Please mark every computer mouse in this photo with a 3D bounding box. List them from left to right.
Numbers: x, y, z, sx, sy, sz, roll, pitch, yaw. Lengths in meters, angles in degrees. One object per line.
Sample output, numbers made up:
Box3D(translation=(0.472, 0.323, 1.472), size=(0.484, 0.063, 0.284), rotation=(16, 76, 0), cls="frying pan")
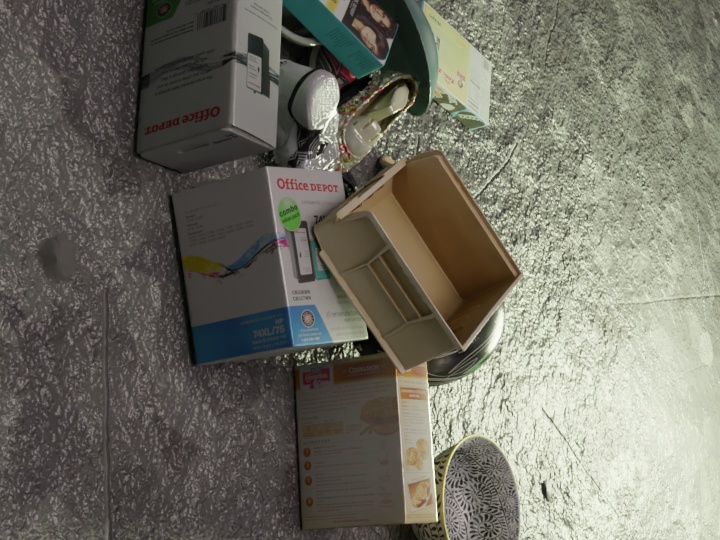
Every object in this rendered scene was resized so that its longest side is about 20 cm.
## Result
Box3D(translation=(-0.006, -0.197, 1.724), size=(0.139, 0.053, 0.200), rotation=(57, 40, -26), cls="computer mouse")

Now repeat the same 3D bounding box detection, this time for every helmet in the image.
Box3D(translation=(0.088, 0.058, 1.662), size=(0.200, 0.200, 0.191), rotation=(31, 56, -46), cls="helmet")

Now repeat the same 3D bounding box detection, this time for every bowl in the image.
Box3D(translation=(0.128, 0.326, 1.726), size=(0.201, 0.094, 0.201), rotation=(20, 65, -50), cls="bowl")

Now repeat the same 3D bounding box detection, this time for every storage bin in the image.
Box3D(translation=(0.068, -0.018, 1.466), size=(0.199, 0.094, 0.200), rotation=(56, 36, -7), cls="storage bin")

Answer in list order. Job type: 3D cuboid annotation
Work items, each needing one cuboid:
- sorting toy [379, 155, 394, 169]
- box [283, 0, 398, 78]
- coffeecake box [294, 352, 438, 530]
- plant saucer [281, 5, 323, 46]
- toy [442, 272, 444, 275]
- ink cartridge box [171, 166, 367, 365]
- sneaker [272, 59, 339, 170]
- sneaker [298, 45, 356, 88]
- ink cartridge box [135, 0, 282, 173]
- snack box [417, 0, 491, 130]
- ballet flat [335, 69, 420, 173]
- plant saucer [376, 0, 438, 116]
Box3D(translation=(0.116, -0.068, 1.777), size=(0.036, 0.200, 0.185), rotation=(-45, 125, -5), cls="sorting toy")
Box3D(translation=(-0.041, -0.341, 1.609), size=(0.200, 0.049, 0.082), rotation=(41, 49, -29), cls="box")
Box3D(translation=(0.005, 0.207, 1.537), size=(0.073, 0.153, 0.200), rotation=(12, 71, -53), cls="coffeecake box")
Box3D(translation=(-0.100, -0.376, 1.637), size=(0.200, 0.050, 0.200), rotation=(20, 62, -43), cls="plant saucer")
Box3D(translation=(0.000, 0.000, 1.562), size=(0.047, 0.200, 0.115), rotation=(88, 15, -63), cls="toy")
Box3D(translation=(-0.103, -0.005, 1.453), size=(0.147, 0.146, 0.200), rotation=(-3, 82, -55), cls="ink cartridge box")
Box3D(translation=(-0.089, -0.180, 1.582), size=(0.075, 0.115, 0.200), rotation=(-35, 146, -36), cls="sneaker")
Box3D(translation=(-0.020, -0.319, 1.721), size=(0.081, 0.075, 0.200), rotation=(40, 49, -41), cls="sneaker")
Box3D(translation=(-0.168, -0.223, 1.427), size=(0.083, 0.146, 0.200), rotation=(23, 63, -51), cls="ink cartridge box")
Box3D(translation=(0.134, -0.313, 1.965), size=(0.200, 0.037, 0.116), rotation=(32, 55, -46), cls="snack box")
Box3D(translation=(0.011, -0.199, 1.668), size=(0.076, 0.064, 0.200), rotation=(53, 55, -27), cls="ballet flat")
Box3D(translation=(0.064, -0.312, 1.746), size=(0.039, 0.201, 0.201), rotation=(-22, 101, -14), cls="plant saucer")
